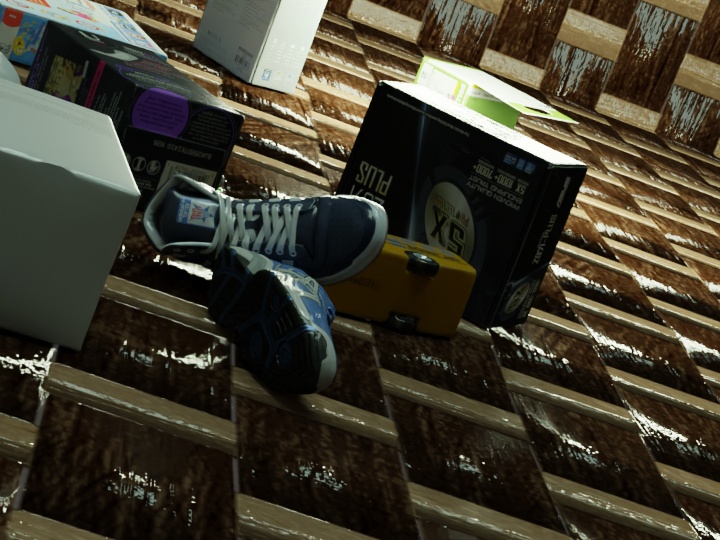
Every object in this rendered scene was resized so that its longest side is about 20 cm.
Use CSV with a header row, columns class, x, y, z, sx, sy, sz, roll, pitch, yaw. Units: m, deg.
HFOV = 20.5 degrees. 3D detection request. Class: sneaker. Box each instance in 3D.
class,x,y,z,sx,sy,sz,roll,pitch,yaw
sneaker,-0.049,0.033,1.453,0.076,0.076,0.200,10,18,-24
sneaker,-0.082,-0.034,1.547,0.199,0.071,0.108,-3,-17,39

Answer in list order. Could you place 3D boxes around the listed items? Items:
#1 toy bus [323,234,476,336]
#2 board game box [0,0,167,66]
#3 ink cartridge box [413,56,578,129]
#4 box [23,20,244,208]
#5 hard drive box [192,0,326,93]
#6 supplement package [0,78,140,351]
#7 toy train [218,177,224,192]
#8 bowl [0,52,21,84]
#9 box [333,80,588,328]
class,x,y,z,sx,sy,sz,roll,pitch,yaw
toy bus,0.000,0.000,1.682,0.199,0.066,0.078,15,14,-27
board game box,-0.336,-0.267,2.223,0.194,0.056,0.200,15,15,-25
ink cartridge box,0.187,-0.226,2.842,0.199,0.076,0.147,33,17,35
box,-0.212,-0.136,1.793,0.122,0.107,0.200,14,15,-36
hard drive box,-0.121,-0.353,2.583,0.076,0.201,0.156,9,18,-40
supplement package,-0.237,-0.046,1.375,0.120,0.121,0.200,19,13,-18
toy train,-0.187,-0.121,1.927,0.056,0.042,0.200,1,22,-29
bowl,-0.377,-0.180,1.747,0.200,0.091,0.201,21,13,-5
box,0.085,-0.063,1.851,0.199,0.165,0.086,29,15,25
